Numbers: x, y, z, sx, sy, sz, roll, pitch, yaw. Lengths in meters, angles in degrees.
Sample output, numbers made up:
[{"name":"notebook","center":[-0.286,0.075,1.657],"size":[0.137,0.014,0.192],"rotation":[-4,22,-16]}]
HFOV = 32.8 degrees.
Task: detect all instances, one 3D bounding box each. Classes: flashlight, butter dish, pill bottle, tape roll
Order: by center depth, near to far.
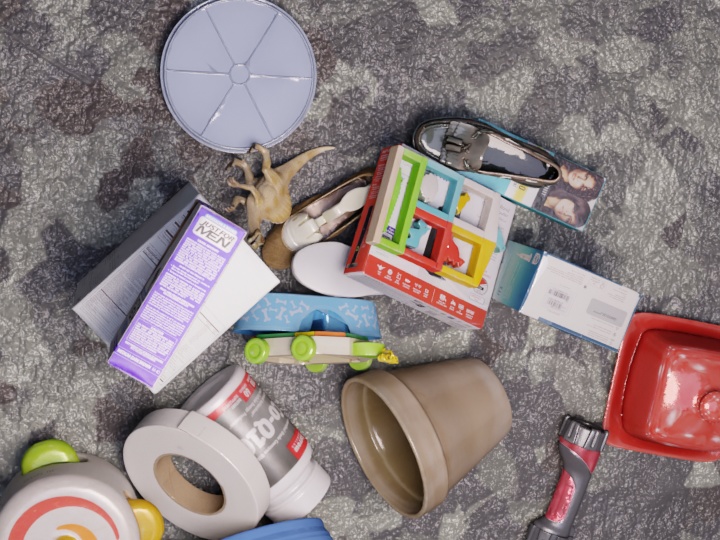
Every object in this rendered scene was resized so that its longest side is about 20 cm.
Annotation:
[{"name":"tape roll","center":[-0.209,0.261,1.560],"size":[0.203,0.203,0.037],"rotation":[51,44,-13]},{"name":"pill bottle","center":[-0.137,0.231,1.599],"size":[0.114,0.114,0.200],"rotation":[-41,103,-3]},{"name":"butter dish","center":[0.460,0.174,1.692],"size":[0.199,0.148,0.200],"rotation":[11,95,-13]},{"name":"flashlight","center":[0.284,0.305,1.720],"size":[0.068,0.068,0.200],"rotation":[12,101,-50]}]

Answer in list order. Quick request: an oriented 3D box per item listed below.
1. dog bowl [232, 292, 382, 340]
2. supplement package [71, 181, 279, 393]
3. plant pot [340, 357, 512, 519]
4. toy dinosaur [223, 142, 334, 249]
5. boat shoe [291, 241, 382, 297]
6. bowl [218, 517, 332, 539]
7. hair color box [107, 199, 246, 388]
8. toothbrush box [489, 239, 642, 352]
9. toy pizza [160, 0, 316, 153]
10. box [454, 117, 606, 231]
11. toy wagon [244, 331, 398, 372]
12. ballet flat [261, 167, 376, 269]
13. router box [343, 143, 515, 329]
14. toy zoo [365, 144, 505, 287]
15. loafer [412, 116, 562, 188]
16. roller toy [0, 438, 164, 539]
[{"name":"dog bowl","center":[-0.067,0.060,1.586],"size":[0.200,0.111,0.050],"rotation":[6,82,-25]},{"name":"supplement package","center":[-0.230,0.016,1.511],"size":[0.200,0.191,0.147],"rotation":[-42,104,-3]},{"name":"plant pot","center":[0.097,0.200,1.619],"size":[0.173,0.200,0.200],"rotation":[-24,102,-25]},{"name":"toy dinosaur","center":[-0.120,-0.112,1.574],"size":[0.101,0.058,0.200],"rotation":[45,55,-21]},{"name":"boat shoe","center":[0.000,0.000,1.612],"size":[0.200,0.066,0.072],"rotation":[-1,86,-21]},{"name":"bowl","center":[-0.136,0.366,1.584],"size":[0.200,0.201,0.039],"rotation":[-15,71,-9]},{"name":"hair color box","center":[-0.205,0.022,1.362],"size":[0.065,0.109,0.200],"rotation":[32,90,-12]},{"name":"toothbrush box","center":[0.253,0.027,1.604],"size":[0.146,0.200,0.085],"rotation":[22,93,-14]},{"name":"toy pizza","center":[-0.156,-0.251,1.572],"size":[0.200,0.032,0.200],"rotation":[-1,97,-11]},{"name":"box","center":[0.224,-0.129,1.654],"size":[0.200,0.049,0.082],"rotation":[23,93,-13]},{"name":"toy wagon","center":[-0.044,0.102,1.555],"size":[0.200,0.155,0.040],"rotation":[-6,79,29]},{"name":"ballet flat","center":[-0.043,-0.070,1.596],"size":[0.200,0.072,0.068],"rotation":[-32,94,-5]},{"name":"router box","center":[0.092,-0.041,1.585],"size":[0.200,0.049,0.180],"rotation":[25,74,-29]},{"name":"toy zoo","center":[0.107,-0.061,1.554],"size":[0.200,0.020,0.131],"rotation":[24,74,-29]},{"name":"loafer","center":[0.168,-0.153,1.581],"size":[0.200,0.063,0.072],"rotation":[14,97,-12]},{"name":"roller toy","center":[-0.370,0.334,1.553],"size":[0.200,0.140,0.183],"rotation":[34,91,-14]}]
